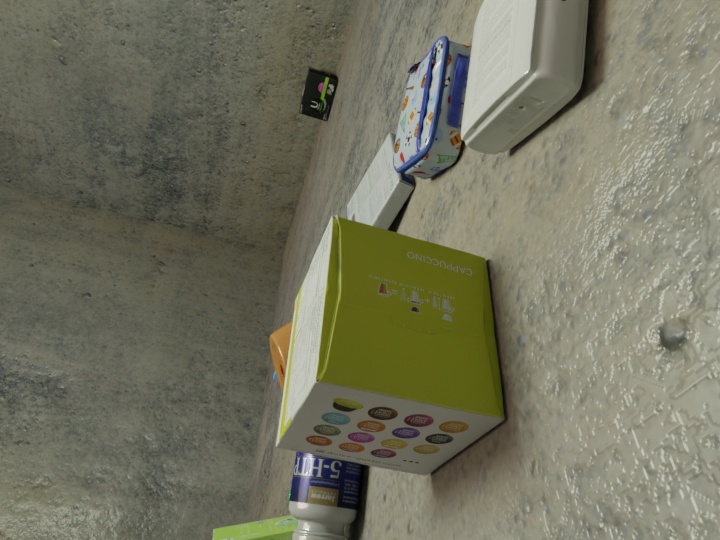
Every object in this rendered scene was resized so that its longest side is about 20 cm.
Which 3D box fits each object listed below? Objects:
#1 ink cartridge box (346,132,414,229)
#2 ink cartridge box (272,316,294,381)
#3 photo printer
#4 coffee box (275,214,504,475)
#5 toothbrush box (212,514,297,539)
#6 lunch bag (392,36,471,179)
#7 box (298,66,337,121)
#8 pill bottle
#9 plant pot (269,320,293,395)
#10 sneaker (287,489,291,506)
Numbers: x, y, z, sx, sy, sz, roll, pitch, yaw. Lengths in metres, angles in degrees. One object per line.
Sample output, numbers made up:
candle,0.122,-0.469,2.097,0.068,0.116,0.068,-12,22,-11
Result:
ink cartridge box,0.035,-0.148,1.115,0.202,0.043,0.198,-58,23,33
ink cartridge box,-0.134,0.178,1.389,0.145,0.083,0.204,-38,-31,-75
photo printer,0.175,-0.251,0.594,0.166,0.068,0.205,140,141,-70
coffee box,0.026,0.094,0.636,0.199,0.195,0.203,120,159,-51
toothbrush box,-0.157,0.527,0.967,0.086,0.195,0.149,158,107,-75
lunch bag,0.115,-0.255,0.859,0.160,0.074,0.205,158,122,-72
box,-0.206,-0.856,2.662,0.125,0.145,0.203,-97,22,-60
pill bottle,-0.059,0.368,0.931,0.120,0.117,0.204,129,150,-63
plant pot,-0.083,0.163,1.013,0.200,0.137,0.205,164,90,-71
sneaker,-0.104,0.473,1.112,0.201,0.082,0.076,124,156,-57
